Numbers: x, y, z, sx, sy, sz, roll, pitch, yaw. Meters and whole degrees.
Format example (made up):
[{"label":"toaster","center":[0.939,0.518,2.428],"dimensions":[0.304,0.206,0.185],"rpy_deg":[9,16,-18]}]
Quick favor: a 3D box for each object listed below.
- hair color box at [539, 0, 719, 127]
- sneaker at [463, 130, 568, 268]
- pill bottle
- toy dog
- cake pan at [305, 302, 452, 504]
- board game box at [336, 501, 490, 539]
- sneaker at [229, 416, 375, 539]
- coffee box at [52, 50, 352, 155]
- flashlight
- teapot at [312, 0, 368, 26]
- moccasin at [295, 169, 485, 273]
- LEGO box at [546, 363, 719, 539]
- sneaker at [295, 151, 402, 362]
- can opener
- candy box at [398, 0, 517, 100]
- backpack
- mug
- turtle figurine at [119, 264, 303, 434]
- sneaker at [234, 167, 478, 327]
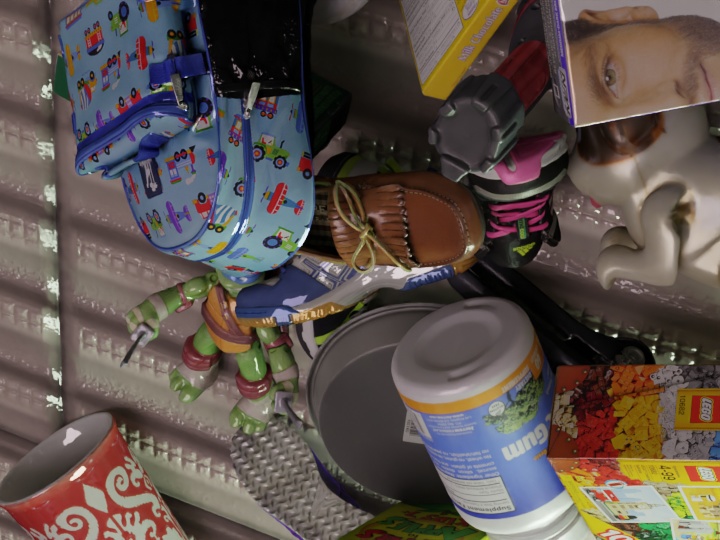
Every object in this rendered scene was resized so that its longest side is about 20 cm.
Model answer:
[{"label":"hair color box","center":[0.217,-0.164,1.066],"dimensions":[0.200,0.065,0.109],"rpy_deg":[-11,106,-2]},{"label":"sneaker","center":[0.110,-0.046,1.184],"dimensions":[0.074,0.200,0.088],"rpy_deg":[-11,90,-2]},{"label":"pill bottle","center":[0.108,0.128,1.290],"dimensions":[0.112,0.112,0.200],"rpy_deg":[-5,127,32]},{"label":"toy dog","center":[0.231,-0.055,1.153],"dimensions":[0.200,0.140,0.194],"rpy_deg":[38,120,4]},{"label":"cake pan","center":[0.052,0.116,1.381],"dimensions":[0.200,0.037,0.200],"rpy_deg":[4,126,5]},{"label":"board game box","center":[0.060,0.228,1.380],"dimensions":[0.101,0.200,0.048],"rpy_deg":[6,100,26]},{"label":"sneaker","center":[-0.040,0.219,1.519],"dimensions":[0.200,0.070,0.100],"rpy_deg":[44,167,20]},{"label":"coffee box","center":[-0.123,-0.138,1.307],"dimensions":[0.200,0.123,0.044],"rpy_deg":[29,137,12]},{"label":"flashlight","center":[0.109,-0.135,1.128],"dimensions":[0.068,0.200,0.068],"rpy_deg":[-15,109,34]},{"label":"teapot","center":[-0.051,-0.275,1.176],"dimensions":[0.200,0.146,0.197],"rpy_deg":[26,158,-13]},{"label":"moccasin","center":[0.001,-0.035,1.178],"dimensions":[0.201,0.078,0.074],"rpy_deg":[13,118,41]},{"label":"LEGO box","center":[0.235,0.146,1.244],"dimensions":[0.149,0.077,0.200],"rpy_deg":[-2,150,23]},{"label":"sneaker","center":[0.000,0.000,1.358],"dimensions":[0.083,0.072,0.200],"rpy_deg":[17,126,18]},{"label":"can opener","center":[0.149,0.054,1.312],"dimensions":[0.200,0.063,0.079],"rpy_deg":[37,130,3]},{"label":"candy box","center":[0.090,-0.220,1.157],"dimensions":[0.026,0.102,0.200],"rpy_deg":[14,136,-25]},{"label":"backpack","center":[-0.113,-0.095,1.155],"dimensions":[0.182,0.134,0.200],"rpy_deg":[-12,83,55]},{"label":"mug","center":[-0.238,0.248,1.637],"dimensions":[0.133,0.178,0.200],"rpy_deg":[-33,107,2]},{"label":"turtle figurine","center":[-0.125,0.081,1.414],"dimensions":[0.144,0.200,0.194],"rpy_deg":[-2,149,-6]},{"label":"sneaker","center":[-0.010,-0.017,1.293],"dimensions":[0.200,0.075,0.088],"rpy_deg":[-19,96,12]}]
